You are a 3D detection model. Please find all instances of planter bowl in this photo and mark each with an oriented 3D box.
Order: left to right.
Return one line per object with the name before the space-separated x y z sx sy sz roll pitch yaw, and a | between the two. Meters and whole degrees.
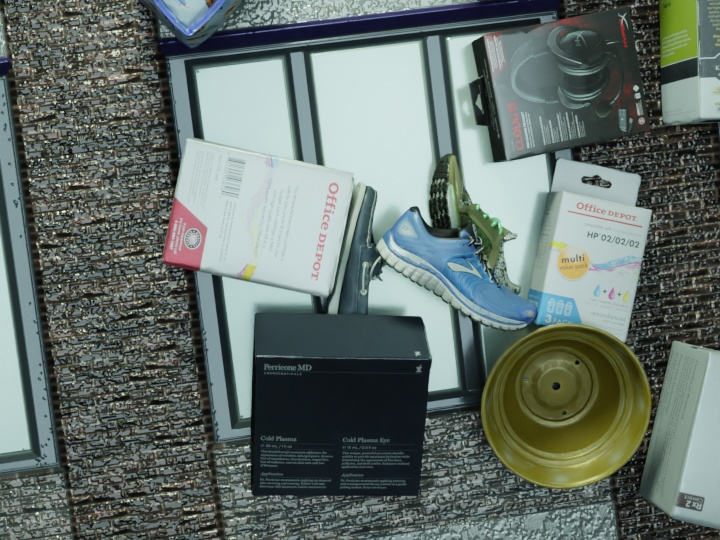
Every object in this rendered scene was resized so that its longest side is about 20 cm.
planter bowl | 0.237 0.149 1.510 0.197 0.084 0.203 0 104 -1

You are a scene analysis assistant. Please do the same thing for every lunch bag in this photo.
lunch bag | -0.153 -0.352 1.409 0.124 0.170 0.200 42 88 -9

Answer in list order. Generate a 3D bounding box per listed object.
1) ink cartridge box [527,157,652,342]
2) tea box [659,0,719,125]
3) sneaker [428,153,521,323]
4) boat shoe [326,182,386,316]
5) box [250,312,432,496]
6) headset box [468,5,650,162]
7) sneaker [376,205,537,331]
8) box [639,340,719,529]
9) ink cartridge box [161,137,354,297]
ink cartridge box | 0.274 -0.026 1.519 0.113 0.068 0.203 11 92 -6
tea box | 0.466 -0.274 1.491 0.197 0.134 0.200 -2 94 -6
sneaker | 0.139 -0.045 1.511 0.088 0.077 0.203 -17 102 -14
boat shoe | 0.000 0.000 1.491 0.061 0.075 0.203 10 93 -4
box | -0.026 0.153 1.454 0.197 0.104 0.184 2 116 -6
headset box | 0.225 -0.215 1.500 0.197 0.077 0.151 -11 94 -6
sneaker | 0.120 -0.003 1.432 0.199 0.079 0.090 31 98 -9
box | 0.460 0.206 1.519 0.196 0.131 0.203 13 92 -6
ink cartridge box | -0.119 -0.061 1.471 0.197 0.086 0.150 13 91 -7
